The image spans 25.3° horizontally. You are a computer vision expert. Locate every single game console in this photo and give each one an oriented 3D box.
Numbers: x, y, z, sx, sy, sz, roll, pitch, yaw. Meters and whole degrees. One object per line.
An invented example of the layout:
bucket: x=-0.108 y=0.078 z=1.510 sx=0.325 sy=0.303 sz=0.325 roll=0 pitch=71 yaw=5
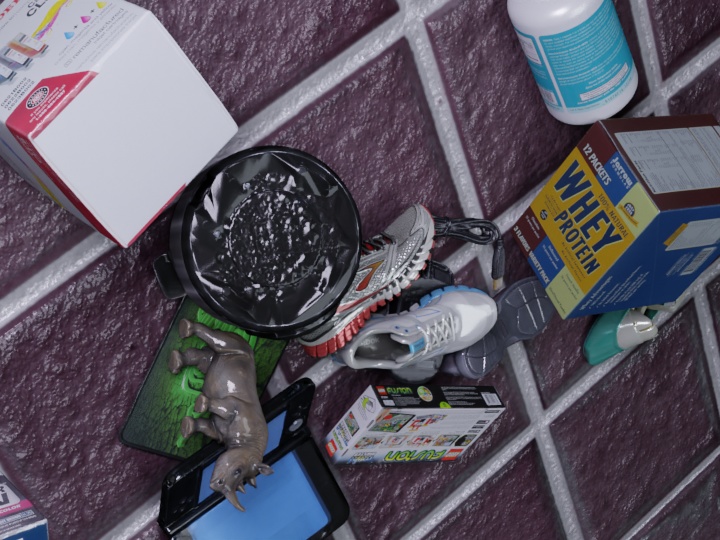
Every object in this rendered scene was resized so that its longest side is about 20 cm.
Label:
game console: x=-0.104 y=0.239 z=1.695 sx=0.199 sy=0.116 sz=0.176 roll=-34 pitch=160 yaw=-27

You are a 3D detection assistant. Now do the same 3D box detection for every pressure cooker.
pressure cooker: x=-0.094 y=-0.030 z=1.536 sx=0.174 sy=0.200 sz=0.180 roll=22 pitch=86 yaw=-12

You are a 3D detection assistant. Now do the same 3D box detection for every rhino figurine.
rhino figurine: x=-0.133 y=0.146 z=1.603 sx=0.087 sy=0.202 sz=0.060 roll=8 pitch=146 yaw=-36

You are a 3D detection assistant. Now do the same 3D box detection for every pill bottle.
pill bottle: x=0.228 y=-0.265 z=1.753 sx=0.111 sy=0.110 sz=0.201 roll=-43 pitch=133 yaw=-16

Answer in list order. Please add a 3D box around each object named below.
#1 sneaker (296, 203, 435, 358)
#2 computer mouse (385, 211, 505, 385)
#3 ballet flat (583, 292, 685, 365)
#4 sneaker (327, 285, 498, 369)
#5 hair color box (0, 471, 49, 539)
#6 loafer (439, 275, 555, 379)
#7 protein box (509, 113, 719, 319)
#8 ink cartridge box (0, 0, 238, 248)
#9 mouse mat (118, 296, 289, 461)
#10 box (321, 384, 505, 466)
sneaker: x=0.000 y=0.000 z=1.702 sx=0.200 sy=0.078 sz=0.082 roll=-45 pitch=114 yaw=-11
computer mouse: x=0.092 y=0.028 z=1.810 sx=0.139 sy=0.046 sz=0.202 roll=-1 pitch=104 yaw=-17
ballet flat: x=0.364 y=0.045 z=2.047 sx=0.201 sy=0.070 sz=0.067 roll=-52 pitch=134 yaw=-8
sneaker: x=0.063 y=0.074 z=1.743 sx=0.198 sy=0.087 sz=0.076 roll=-16 pitch=106 yaw=-12
hair color box: x=-0.362 y=0.214 z=1.414 sx=0.099 sy=0.199 sz=0.061 roll=-17 pitch=120 yaw=-34
loafer: x=0.157 y=0.063 z=1.893 sx=0.200 sy=0.063 sz=0.072 roll=-36 pitch=111 yaw=-42
protein box: x=0.322 y=-0.064 z=1.859 sx=0.199 sy=0.136 sz=0.199 roll=-7 pitch=146 yaw=-38
ink cartridge box: x=-0.235 y=-0.142 z=1.354 sx=0.146 sy=0.199 sz=0.145 roll=-48 pitch=131 yaw=-12
mouse mat: x=-0.155 y=0.107 z=1.677 sx=0.160 sy=0.008 sz=0.202 roll=22 pitch=94 yaw=-44
box: x=0.063 y=0.178 z=1.844 sx=0.199 sy=0.035 sz=0.110 roll=4 pitch=137 yaw=-42
